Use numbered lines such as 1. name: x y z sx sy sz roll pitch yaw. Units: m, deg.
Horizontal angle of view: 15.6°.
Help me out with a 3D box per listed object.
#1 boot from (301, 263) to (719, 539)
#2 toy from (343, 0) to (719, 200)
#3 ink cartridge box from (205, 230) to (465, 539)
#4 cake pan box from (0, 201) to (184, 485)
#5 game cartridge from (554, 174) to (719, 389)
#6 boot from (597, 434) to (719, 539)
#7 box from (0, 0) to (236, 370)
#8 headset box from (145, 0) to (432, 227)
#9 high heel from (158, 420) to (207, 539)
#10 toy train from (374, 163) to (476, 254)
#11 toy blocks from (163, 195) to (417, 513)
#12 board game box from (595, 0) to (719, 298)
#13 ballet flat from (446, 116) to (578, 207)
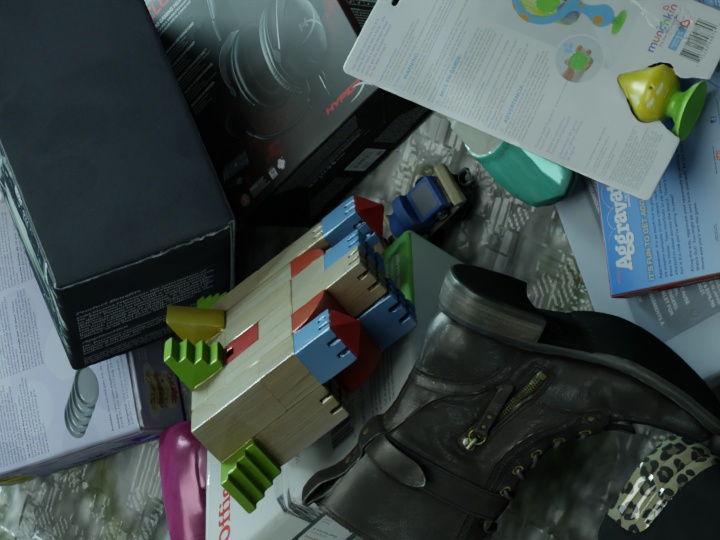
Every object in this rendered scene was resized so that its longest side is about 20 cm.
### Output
1. boot: 0.087 0.102 1.468 0.069 0.199 0.175 -92 27 -70
2. toy: 0.104 -0.122 1.489 0.199 0.047 0.115 24 83 25
3. ink cartridge box: -0.003 0.097 1.595 0.200 0.084 0.146 -43 31 32
4. cake pan box: -0.217 0.037 1.836 0.184 0.052 0.201 -21 76 36
5. game cartridge: 0.181 -0.031 1.514 0.133 0.040 0.201 -33 68 38
6. boot: 0.189 0.207 1.475 0.154 0.073 0.204 39 106 36
7. box: -0.168 -0.068 1.679 0.197 0.124 0.201 104 144 -72
8. headset box: -0.051 -0.151 1.687 0.149 0.077 0.200 -42 65 31
9. high heel: -0.106 0.200 1.728 0.096 0.067 0.201 5 93 45
10. toy train: 0.000 0.000 1.657 0.200 0.046 0.034 -44 62 30
11. toy blocks: -0.030 0.036 1.519 0.137 0.100 0.200 -37 21 14
12. board game box: 0.174 -0.091 1.488 0.103 0.019 0.201 -13 80 37
13. ballet flat: 0.067 -0.119 1.560 0.067 0.070 0.201 -49 44 35
